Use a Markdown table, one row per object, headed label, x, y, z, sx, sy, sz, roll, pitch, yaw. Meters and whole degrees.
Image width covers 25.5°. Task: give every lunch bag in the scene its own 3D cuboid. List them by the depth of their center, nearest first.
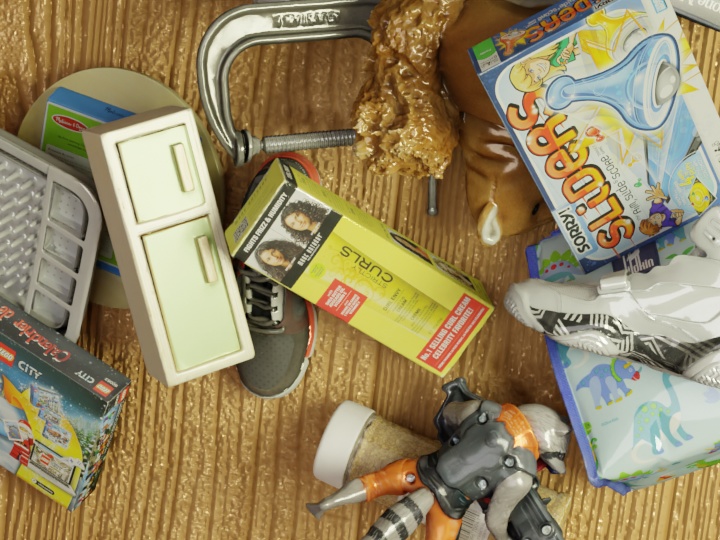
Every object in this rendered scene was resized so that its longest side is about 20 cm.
| label | x | y | z | sx | sy | sz | roll | pitch | yaw |
| --- | --- | --- | --- | --- | --- | --- | --- | --- | --- |
| lunch bag | 0.226 | 0.043 | 1.173 | 0.169 | 0.127 | 0.201 | -21 | 70 | 17 |

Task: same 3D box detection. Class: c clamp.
| label | x | y | z | sx | sy | sz | roll | pitch | yaw |
| --- | --- | --- | --- | --- | --- | --- | --- | --- | --- |
| c clamp | -0.027 | -0.122 | 1.204 | 0.198 | 0.027 | 0.172 | -1 | 108 | -15 |

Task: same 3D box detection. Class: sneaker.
| label | x | y | z | sx | sy | sz | roll | pitch | yaw |
| --- | --- | --- | --- | --- | --- | --- | --- | --- | --- |
| sneaker | 0.203 | 0.009 | 1.080 | 0.199 | 0.075 | 0.116 | 15 | 89 | 15 |
| sneaker | -0.079 | 0.007 | 1.267 | 0.076 | 0.082 | 0.202 | 5 | 98 | 15 |

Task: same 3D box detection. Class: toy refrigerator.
| label | x | y | z | sx | sy | sz | roll | pitch | yaw |
| --- | --- | --- | --- | --- | --- | --- | --- | --- | --- |
| toy refrigerator | -0.147 | -0.020 | 1.228 | 0.075 | 0.070 | 0.201 | -18 | 104 | -20 |

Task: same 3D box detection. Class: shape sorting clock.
| label | x | y | z | sx | sy | sz | roll | pitch | yaw |
| --- | --- | --- | --- | --- | --- | --- | --- | --- | --- |
| shape sorting clock | -0.200 | -0.067 | 1.313 | 0.199 | 0.039 | 0.201 | 7 | 109 | 22 |

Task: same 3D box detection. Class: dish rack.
| label | x | y | z | sx | sy | sz | roll | pitch | yaw |
| --- | --- | --- | --- | --- | --- | --- | --- | --- | --- |
| dish rack | -0.294 | -0.044 | 1.310 | 0.199 | 0.044 | 0.172 | 28 | 127 | 13 |

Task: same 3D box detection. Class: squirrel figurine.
| label | x | y | z | sx | sy | sz | roll | pitch | yaw |
| --- | --- | --- | --- | --- | --- | --- | --- | --- | --- |
| squirrel figurine | 0.086 | -0.117 | 1.178 | 0.198 | 0.142 | 0.188 | 1 | 119 | -8 |

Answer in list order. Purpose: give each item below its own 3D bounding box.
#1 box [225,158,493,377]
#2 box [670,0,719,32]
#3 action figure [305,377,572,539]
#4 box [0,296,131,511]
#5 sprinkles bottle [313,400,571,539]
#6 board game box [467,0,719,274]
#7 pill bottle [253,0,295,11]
| label | x | y | z | sx | sy | sz | roll | pitch | yaw |
| --- | --- | --- | --- | --- | --- | --- | --- | --- | --- |
| box | 0.000 | 0.000 | 1.208 | 0.199 | 0.050 | 0.075 | 32 | 105 | -23 |
| box | 0.216 | -0.287 | 1.099 | 0.199 | 0.123 | 0.199 | 20 | 104 | -9 |
| action figure | 0.085 | 0.176 | 1.164 | 0.193 | 0.105 | 0.200 | -40 | 68 | -1 |
| box | -0.298 | 0.097 | 1.339 | 0.199 | 0.038 | 0.137 | 32 | 126 | 9 |
| sprinkles bottle | 0.064 | 0.170 | 1.257 | 0.199 | 0.068 | 0.069 | 22 | 103 | 11 |
| board game box | 0.175 | -0.102 | 1.102 | 0.135 | 0.035 | 0.200 | -27 | 128 | 10 |
| pill bottle | -0.108 | -0.281 | 1.223 | 0.200 | 0.111 | 0.112 | 41 | 106 | 7 |
